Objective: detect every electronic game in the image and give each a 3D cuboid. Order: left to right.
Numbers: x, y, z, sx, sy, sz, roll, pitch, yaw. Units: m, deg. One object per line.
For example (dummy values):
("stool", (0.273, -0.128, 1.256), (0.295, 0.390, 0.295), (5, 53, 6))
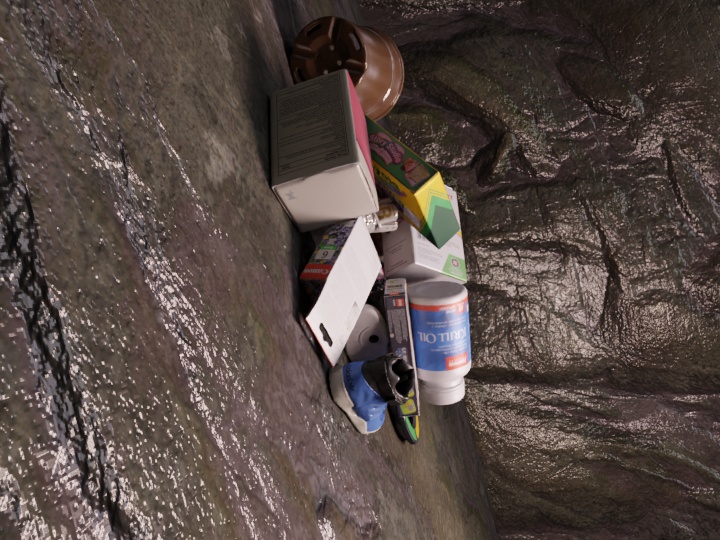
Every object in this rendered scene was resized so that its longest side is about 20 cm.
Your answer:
("electronic game", (0.090, 0.260, 1.269), (0.200, 0.041, 0.202), (-15, 90, -79))

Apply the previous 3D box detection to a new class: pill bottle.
("pill bottle", (0.140, 0.129, 1.081), (0.112, 0.111, 0.202), (-67, 151, -73))

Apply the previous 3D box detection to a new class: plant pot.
("plant pot", (-0.032, -0.393, 1.188), (0.198, 0.199, 0.202), (-29, 104, -71))

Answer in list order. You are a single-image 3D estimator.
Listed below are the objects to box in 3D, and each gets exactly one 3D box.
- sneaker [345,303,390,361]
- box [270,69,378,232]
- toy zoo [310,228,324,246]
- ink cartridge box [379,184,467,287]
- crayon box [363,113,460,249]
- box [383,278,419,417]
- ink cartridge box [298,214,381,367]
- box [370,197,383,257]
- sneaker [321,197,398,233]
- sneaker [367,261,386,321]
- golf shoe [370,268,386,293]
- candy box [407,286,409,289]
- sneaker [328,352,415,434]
("sneaker", (0.016, 0.115, 1.029), (0.112, 0.072, 0.201), (-91, 171, -56))
("box", (-0.055, -0.177, 0.895), (0.109, 0.127, 0.201), (61, 18, -53))
("toy zoo", (-0.051, -0.057, 1.036), (0.201, 0.020, 0.132), (-89, 161, -55))
("ink cartridge box", (0.117, -0.072, 1.160), (0.144, 0.084, 0.202), (17, 58, -36))
("crayon box", (0.066, -0.149, 1.016), (0.200, 0.058, 0.173), (45, -4, 33))
("box", (0.069, 0.123, 0.997), (0.110, 0.034, 0.202), (-70, 153, -77))
("ink cartridge box", (-0.037, 0.024, 0.871), (0.201, 0.050, 0.109), (-64, 144, -37))
("box", (0.020, -0.131, 1.253), (0.100, 0.095, 0.201), (3, 65, -78))
("sneaker", (0.002, -0.094, 0.998), (0.200, 0.115, 0.074), (-7, 84, -77))
("sneaker", (0.047, 0.078, 1.236), (0.115, 0.076, 0.200), (98, -31, -59))
("golf shoe", (0.000, 0.000, 1.096), (0.200, 0.072, 0.093), (88, -19, -86))
("candy box", (0.117, 0.076, 1.229), (0.116, 0.055, 0.201), (95, -22, -72))
("sneaker", (0.035, 0.184, 0.907), (0.200, 0.110, 0.077), (61, 18, -53))
